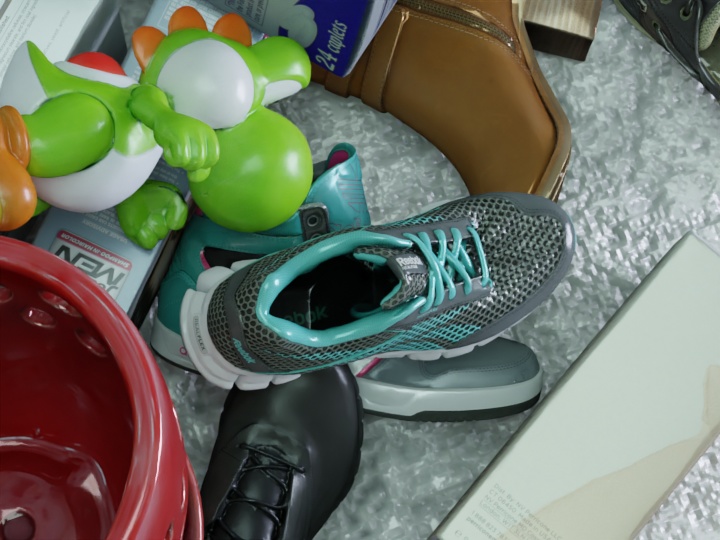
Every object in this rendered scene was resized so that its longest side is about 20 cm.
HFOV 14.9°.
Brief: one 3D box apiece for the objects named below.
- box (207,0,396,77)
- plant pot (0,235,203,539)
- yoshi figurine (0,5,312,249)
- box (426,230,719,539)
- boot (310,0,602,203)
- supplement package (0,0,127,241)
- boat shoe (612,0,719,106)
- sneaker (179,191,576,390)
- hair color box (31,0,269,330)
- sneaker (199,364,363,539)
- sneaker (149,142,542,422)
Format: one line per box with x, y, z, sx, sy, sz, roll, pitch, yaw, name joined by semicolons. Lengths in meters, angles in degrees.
-0.041;-0.231;1.334;0.200;0.105;0.184;30;67;4;box
-0.173;0.103;1.237;0.200;0.183;0.200;-1;70;4;plant pot
-0.097;-0.047;1.279;0.200;0.112;0.112;-23;38;-33;yoshi figurine
0.126;0.083;1.375;0.078;0.095;0.200;40;83;5;box
0.034;-0.087;1.414;0.155;0.074;0.200;12;66;1;boot
-0.241;-0.108;1.371;0.200;0.152;0.151;28;80;3;supplement package
0.189;-0.132;1.427;0.073;0.065;0.200;-40;82;-6;boat shoe
0.019;0.008;1.292;0.200;0.091;0.078;-18;87;-20;sneaker
-0.101;-0.066;1.393;0.061;0.099;0.200;26;81;2;hair color box
-0.053;0.128;1.340;0.076;0.091;0.200;19;101;2;sneaker
0.000;0.000;1.379;0.200;0.084;0.121;10;111;2;sneaker
